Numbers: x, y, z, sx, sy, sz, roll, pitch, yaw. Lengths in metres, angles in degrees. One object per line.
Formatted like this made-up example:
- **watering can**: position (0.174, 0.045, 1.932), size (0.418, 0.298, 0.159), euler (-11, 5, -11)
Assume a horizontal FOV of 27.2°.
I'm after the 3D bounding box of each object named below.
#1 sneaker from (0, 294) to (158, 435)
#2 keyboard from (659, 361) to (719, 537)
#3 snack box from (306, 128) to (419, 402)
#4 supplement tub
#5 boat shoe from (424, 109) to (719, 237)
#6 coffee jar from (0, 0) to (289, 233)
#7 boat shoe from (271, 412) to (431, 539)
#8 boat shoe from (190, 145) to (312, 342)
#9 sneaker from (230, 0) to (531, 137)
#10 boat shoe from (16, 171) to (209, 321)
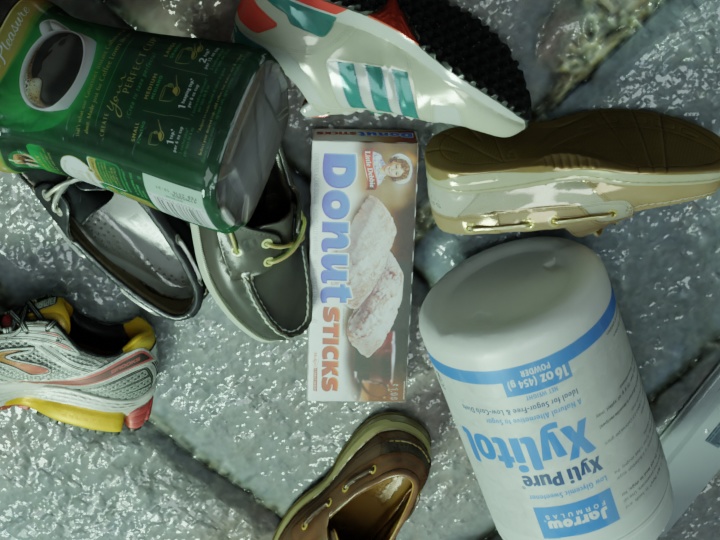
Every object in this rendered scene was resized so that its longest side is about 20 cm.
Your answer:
- **sneaker**: position (-0.233, 0.048, 1.017), size (0.198, 0.078, 0.083), euler (11, 114, -18)
- **keyboard**: position (0.259, 0.116, 1.099), size (0.056, 0.011, 0.201), euler (25, 115, -19)
- **snack box**: position (0.000, 0.000, 1.020), size (0.071, 0.024, 0.202), euler (1, 118, -1)
- **supplement tub**: position (0.128, 0.091, 1.012), size (0.131, 0.132, 0.201), euler (-19, 116, 8)
- **boat shoe**: position (0.140, -0.057, 0.974), size (0.198, 0.074, 0.070), euler (-1, 130, 0)
- **coffee jar**: position (-0.148, -0.095, 0.872), size (0.198, 0.105, 0.085), euler (16, 163, 17)
- **boat shoe**: position (-0.014, 0.196, 1.098), size (0.072, 0.068, 0.201), euler (27, 114, -15)
- **boat shoe**: position (-0.071, -0.037, 0.963), size (0.060, 0.072, 0.202), euler (7, 127, 43)
- **sneaker**: position (0.010, -0.128, 0.938), size (0.199, 0.071, 0.094), euler (26, 132, -16)
- **boat shoe**: position (-0.172, -0.046, 0.970), size (0.074, 0.060, 0.200), euler (-33, 114, 17)
